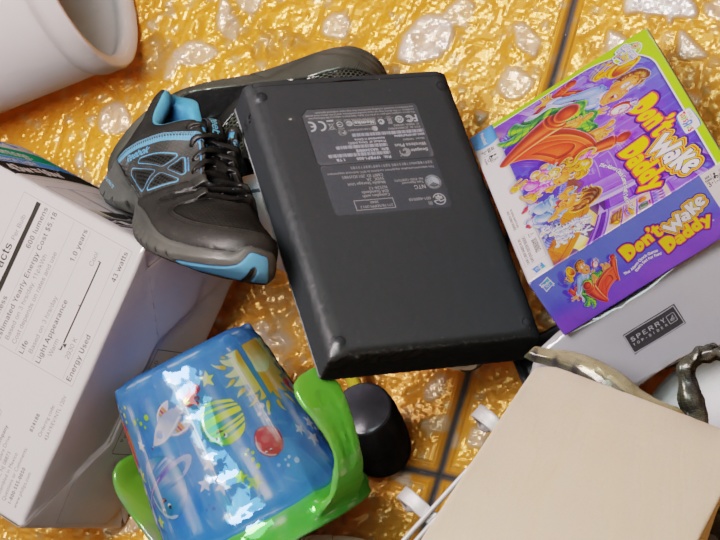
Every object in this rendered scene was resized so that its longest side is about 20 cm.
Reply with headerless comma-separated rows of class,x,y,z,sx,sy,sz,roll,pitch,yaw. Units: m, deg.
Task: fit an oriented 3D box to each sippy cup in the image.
sippy cup,-0.081,0.109,1.644,0.177,0.140,0.131,-27,91,10

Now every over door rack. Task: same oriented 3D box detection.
over door rack,0.097,0.200,1.594,0.200,0.067,0.148,42,84,5

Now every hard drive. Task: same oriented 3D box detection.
hard drive,0.015,-0.030,1.640,0.139,0.033,0.200,-5,58,-22

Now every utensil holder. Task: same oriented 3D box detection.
utensil holder,-0.277,-0.180,1.823,0.199,0.170,0.170,-22,66,15

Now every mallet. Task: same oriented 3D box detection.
mallet,-0.018,0.034,1.707,0.041,0.066,0.200,-22,65,1

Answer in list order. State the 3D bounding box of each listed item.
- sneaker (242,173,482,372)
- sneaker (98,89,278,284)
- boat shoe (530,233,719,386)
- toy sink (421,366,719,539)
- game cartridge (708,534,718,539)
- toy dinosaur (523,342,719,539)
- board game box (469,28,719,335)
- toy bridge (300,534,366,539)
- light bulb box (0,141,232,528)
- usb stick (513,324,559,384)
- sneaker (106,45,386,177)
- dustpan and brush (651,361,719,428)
sneaker,0.000,0.000,1.670,0.199,0.073,0.071,21,38,5
sneaker,-0.102,-0.051,1.638,0.200,0.073,0.082,38,107,56
boat shoe,0.190,0.022,1.585,0.200,0.057,0.069,-26,96,6
toy sink,0.111,0.164,1.457,0.130,0.112,0.200,20,36,13
game cartridge,0.154,0.193,1.546,0.133,0.042,0.201,13,81,5
toy dinosaur,0.192,0.091,1.524,0.088,0.047,0.200,-42,80,-2
board game box,0.149,-0.058,1.626,0.134,0.045,0.200,-32,27,8
toy bridge,-0.021,0.200,1.674,0.199,0.027,0.067,1,73,21
light bulb box,-0.220,0.036,1.731,0.200,0.125,0.199,28,97,26
usb stick,0.190,0.028,1.650,0.200,0.033,0.056,-27,72,10
sneaker,-0.075,-0.070,1.743,0.199,0.076,0.114,-16,38,11
dustpan and brush,0.189,0.108,1.618,0.199,0.057,0.140,-7,77,11
